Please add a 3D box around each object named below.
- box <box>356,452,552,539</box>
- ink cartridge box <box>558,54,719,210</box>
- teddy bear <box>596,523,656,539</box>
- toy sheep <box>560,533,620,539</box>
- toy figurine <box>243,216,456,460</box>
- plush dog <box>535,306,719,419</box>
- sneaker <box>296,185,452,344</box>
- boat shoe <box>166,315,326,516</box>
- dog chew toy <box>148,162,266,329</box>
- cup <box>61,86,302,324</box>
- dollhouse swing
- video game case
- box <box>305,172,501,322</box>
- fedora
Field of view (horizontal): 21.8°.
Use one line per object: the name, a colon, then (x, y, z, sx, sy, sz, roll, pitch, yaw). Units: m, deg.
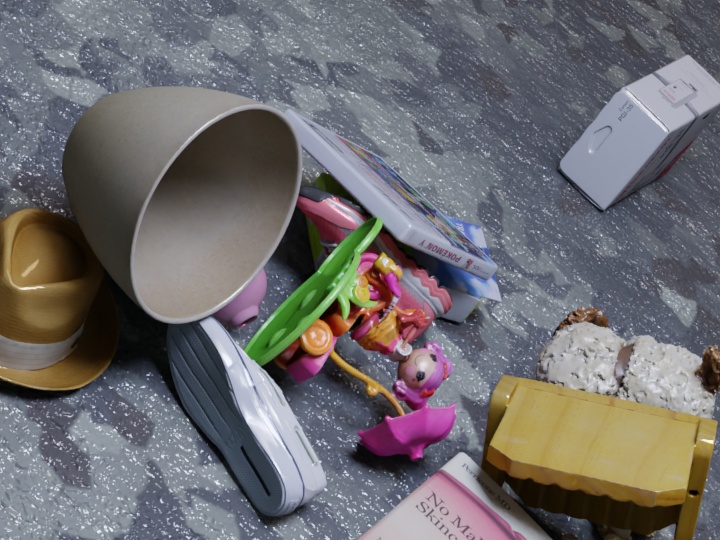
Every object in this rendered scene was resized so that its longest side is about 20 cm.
box: (0.057, 0.261, 1.558, 0.128, 0.109, 0.200, 44, 35, 9)
ink cartridge box: (0.350, -0.170, 2.303, 0.083, 0.147, 0.200, 45, 35, 11)
teddy bear: (0.230, 0.184, 1.863, 0.200, 0.067, 0.145, 51, 45, 7)
toy sheep: (0.224, 0.302, 1.646, 0.200, 0.138, 0.138, 13, 41, -39)
toy figurine: (0.018, 0.081, 1.715, 0.184, 0.150, 0.200, 45, 56, -11)
plush dog: (0.251, 0.114, 1.796, 0.171, 0.161, 0.200, 15, 49, 5)
sneaker: (0.000, 0.000, 1.810, 0.200, 0.087, 0.074, 43, -7, -21)
boat shoe: (-0.099, 0.121, 1.623, 0.067, 0.074, 0.200, -12, 70, -49)
dog chew toy: (-0.156, -0.034, 1.709, 0.124, 0.125, 0.200, -16, 69, -51)
cup: (-0.168, -0.075, 1.579, 0.143, 0.201, 0.200, 30, 27, 30)
dollhouse swing: (0.200, 0.199, 1.657, 0.199, 0.182, 0.176, 12, 35, 10)
video game case: (0.028, -0.073, 1.854, 0.200, 0.023, 0.182, 44, 12, 32)
box: (0.042, -0.020, 1.931, 0.200, 0.048, 0.122, 18, 39, -26)
fedora: (-0.276, 0.009, 1.572, 0.200, 0.082, 0.201, 24, 36, -19)
